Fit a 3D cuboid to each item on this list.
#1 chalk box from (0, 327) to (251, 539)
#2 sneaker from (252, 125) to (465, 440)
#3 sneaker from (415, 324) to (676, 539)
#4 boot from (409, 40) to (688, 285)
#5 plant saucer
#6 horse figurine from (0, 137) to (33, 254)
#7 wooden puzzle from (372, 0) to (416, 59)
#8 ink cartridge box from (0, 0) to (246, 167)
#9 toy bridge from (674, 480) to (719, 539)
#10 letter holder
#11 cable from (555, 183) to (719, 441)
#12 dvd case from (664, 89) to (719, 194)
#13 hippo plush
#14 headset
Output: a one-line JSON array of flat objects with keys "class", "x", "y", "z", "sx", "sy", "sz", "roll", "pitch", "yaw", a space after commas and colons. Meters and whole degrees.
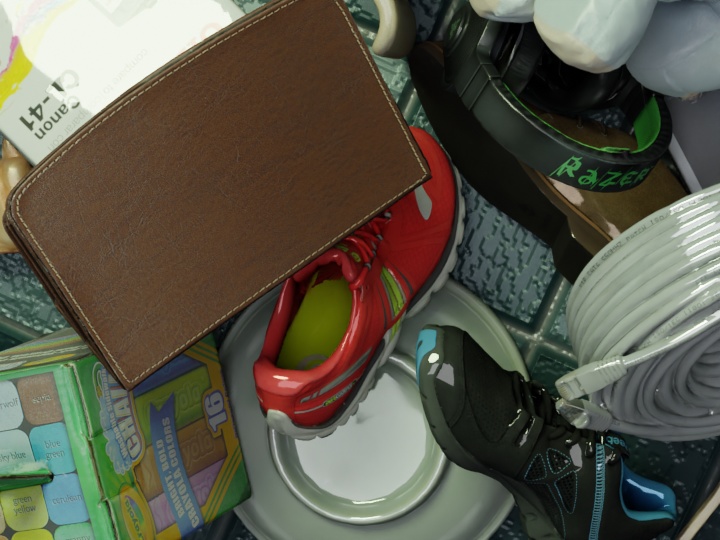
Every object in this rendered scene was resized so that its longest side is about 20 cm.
[{"class": "chalk box", "x": -0.169, "y": 0.106, "z": 1.219, "sx": 0.124, "sy": 0.200, "sz": 0.124, "roll": -10, "pitch": 97, "yaw": 27}, {"class": "sneaker", "x": 0.000, "y": 0.000, "z": 1.224, "sx": 0.077, "sy": 0.085, "sz": 0.200, "roll": 18, "pitch": 69, "yaw": 18}, {"class": "sneaker", "x": 0.103, "y": 0.091, "z": 1.221, "sx": 0.082, "sy": 0.073, "sz": 0.200, "roll": -23, "pitch": 128, "yaw": 27}, {"class": "boot", "x": 0.111, "y": -0.065, "z": 1.250, "sx": 0.075, "sy": 0.074, "sz": 0.200, "roll": -42, "pitch": 86, "yaw": -17}, {"class": "plant saucer", "x": 0.003, "y": 0.092, "z": 1.282, "sx": 0.200, "sy": 0.050, "sz": 0.200, "roll": 1, "pitch": 97, "yaw": 7}, {"class": "horse figurine", "x": -0.158, "y": -0.040, "z": 1.289, "sx": 0.200, "sy": 0.050, "sz": 0.133, "roll": 26, "pitch": 92, "yaw": 7}, {"class": "wooden puzzle", "x": -0.014, "y": -0.211, "z": 1.178, "sx": 0.037, "sy": 0.185, "sz": 0.200, "roll": -26, "pitch": 92, "yaw": 6}, {"class": "ink cartridge box", "x": -0.166, "y": -0.144, "z": 1.236, "sx": 0.200, "sy": 0.086, "sz": 0.148, "roll": 44, "pitch": 89, "yaw": 11}, {"class": "toy bridge", "x": 0.206, "y": 0.199, "z": 1.276, "sx": 0.067, "sy": 0.027, "sz": 0.200, "roll": 9, "pitch": 98, "yaw": 10}, {"class": "letter holder", "x": -0.090, "y": -0.062, "z": 1.136, "sx": 0.200, "sy": 0.101, "sz": 0.142, "roll": -36, "pitch": 125, "yaw": -9}, {"class": "cable", "x": 0.210, "y": 0.021, "z": 1.177, "sx": 0.200, "sy": 0.200, "sz": 0.069, "roll": -35, "pitch": 58, "yaw": 22}, {"class": "dvd case", "x": 0.229, "y": -0.119, "z": 1.221, "sx": 0.150, "sy": 0.025, "sz": 0.200, "roll": -28, "pitch": 82, "yaw": 10}, {"class": "hippo plush", "x": 0.164, "y": -0.178, "z": 1.123, "sx": 0.200, "sy": 0.161, "sz": 0.159, "roll": -42, "pitch": 55, "yaw": 18}, {"class": "headset", "x": 0.102, "y": -0.132, "z": 1.188, "sx": 0.094, "sy": 0.123, "sz": 0.200, "roll": -57, "pitch": 45, "yaw": 36}]
